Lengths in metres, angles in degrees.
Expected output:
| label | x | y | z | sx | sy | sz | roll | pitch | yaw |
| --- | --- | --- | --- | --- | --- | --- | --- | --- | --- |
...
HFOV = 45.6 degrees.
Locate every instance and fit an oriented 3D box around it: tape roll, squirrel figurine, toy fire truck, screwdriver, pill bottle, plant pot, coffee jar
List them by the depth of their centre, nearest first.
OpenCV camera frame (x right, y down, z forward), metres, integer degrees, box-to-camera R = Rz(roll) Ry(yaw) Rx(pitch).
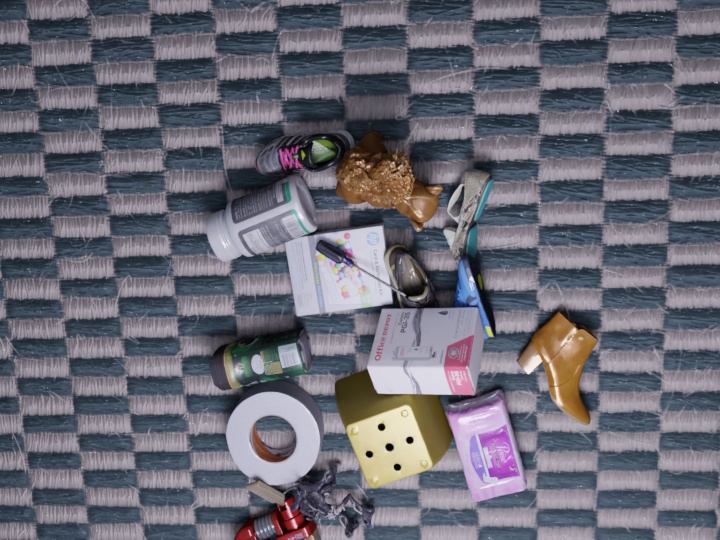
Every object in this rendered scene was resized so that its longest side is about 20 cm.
| label | x | y | z | sx | sy | sz | roll | pitch | yaw |
| --- | --- | --- | --- | --- | --- | --- | --- | --- | --- |
| squirrel figurine | 0.053 | -0.152 | 1.560 | 0.185 | 0.200 | 0.143 | 34 | 97 | 9 |
| pill bottle | -0.189 | -0.096 | 1.639 | 0.196 | 0.113 | 0.115 | -20 | 101 | 12 |
| screwdriver | 0.000 | 0.000 | 1.641 | 0.198 | 0.028 | 0.029 | 33 | 149 | 3 |
| plant pot | 0.062 | 0.309 | 1.680 | 0.196 | 0.177 | 0.204 | -20 | 101 | 9 |
| coffee jar | -0.199 | 0.178 | 1.711 | 0.195 | 0.104 | 0.087 | -12 | 99 | 9 |
| tape roll | -0.175 | 0.334 | 1.765 | 0.195 | 0.066 | 0.206 | 1 | 102 | 5 |
| toy fire truck | -0.196 | 0.532 | 1.794 | 0.173 | 0.129 | 0.204 | -23 | 89 | 11 |

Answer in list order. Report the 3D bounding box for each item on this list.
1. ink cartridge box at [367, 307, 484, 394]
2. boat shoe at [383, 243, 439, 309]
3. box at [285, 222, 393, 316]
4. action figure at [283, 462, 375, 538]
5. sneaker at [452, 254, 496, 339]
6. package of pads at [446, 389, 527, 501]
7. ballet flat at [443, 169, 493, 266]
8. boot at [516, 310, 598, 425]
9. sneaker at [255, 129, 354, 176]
| label | x | y | z | sx | sy | sz | roll | pitch | yaw |
| --- | --- | --- | --- | --- | --- | --- | --- | --- | --- |
| ink cartridge box | 0.123 | 0.151 | 1.605 | 0.195 | 0.148 | 0.084 | -2 | 136 | 21 |
| boat shoe | 0.106 | 0.045 | 1.655 | 0.072 | 0.065 | 0.202 | -33 | 111 | -5 |
| box | -0.041 | -0.001 | 1.687 | 0.195 | 0.041 | 0.160 | -7 | 102 | 6 |
| action figure | -0.070 | 0.469 | 1.768 | 0.199 | 0.103 | 0.119 | 36 | 110 | -22 |
| sneaker | 0.203 | 0.058 | 1.637 | 0.077 | 0.067 | 0.203 | -7 | 130 | 19 |
| package of pads | 0.254 | 0.351 | 1.723 | 0.118 | 0.076 | 0.204 | -15 | 101 | 10 |
| ballet flat | 0.198 | -0.096 | 1.633 | 0.074 | 0.068 | 0.205 | 19 | 111 | 21 |
| boot | 0.417 | 0.190 | 1.672 | 0.201 | 0.071 | 0.144 | 44 | 106 | 0 |
| sneaker | -0.110 | -0.220 | 1.617 | 0.195 | 0.088 | 0.076 | -10 | 103 | 8 |
